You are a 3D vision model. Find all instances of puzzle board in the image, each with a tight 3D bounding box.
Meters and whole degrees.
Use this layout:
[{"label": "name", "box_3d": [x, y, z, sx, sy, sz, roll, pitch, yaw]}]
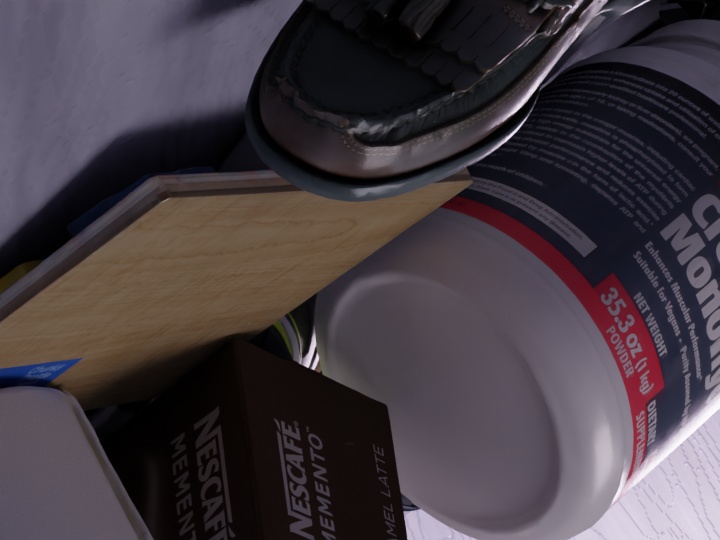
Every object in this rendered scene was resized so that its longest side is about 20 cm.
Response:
[{"label": "puzzle board", "box_3d": [-0.065, 0.007, 0.909, 0.151, 0.017, 0.200, -35, 166, 26]}]

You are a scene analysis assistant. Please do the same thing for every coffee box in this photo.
[{"label": "coffee box", "box_3d": [-0.078, 0.130, 1.023, 0.080, 0.115, 0.200, 27, 127, -37]}]

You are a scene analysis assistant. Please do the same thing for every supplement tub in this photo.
[{"label": "supplement tub", "box_3d": [0.092, 0.001, 1.073, 0.200, 0.140, 0.140, -37, 174, -37]}]

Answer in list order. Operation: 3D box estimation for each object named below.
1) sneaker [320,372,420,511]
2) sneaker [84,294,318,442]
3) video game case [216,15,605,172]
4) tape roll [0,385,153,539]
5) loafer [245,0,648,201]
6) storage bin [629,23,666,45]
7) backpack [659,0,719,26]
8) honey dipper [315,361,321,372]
[{"label": "sneaker", "box_3d": [-0.021, 0.090, 1.338, 0.070, 0.109, 0.200, -29, 169, -43]}, {"label": "sneaker", "box_3d": [-0.075, 0.065, 1.114, 0.200, 0.074, 0.081, -39, 177, 37]}, {"label": "video game case", "box_3d": [0.024, -0.065, 0.972, 0.200, 0.018, 0.143, -32, 171, -33]}, {"label": "tape roll", "box_3d": [-0.168, 0.116, 0.905, 0.202, 0.071, 0.202, -29, 169, -6]}, {"label": "loafer", "box_3d": [0.040, -0.091, 0.773, 0.200, 0.072, 0.063, -39, 156, -42]}, {"label": "storage bin", "box_3d": [0.123, -0.025, 1.330, 0.135, 0.094, 0.200, -36, 170, -10]}, {"label": "backpack", "box_3d": [0.252, -0.120, 1.167, 0.200, 0.151, 0.177, -42, -161, -25]}, {"label": "honey dipper", "box_3d": [0.000, 0.000, 1.180, 0.038, 0.038, 0.200, -28, 167, -49]}]
